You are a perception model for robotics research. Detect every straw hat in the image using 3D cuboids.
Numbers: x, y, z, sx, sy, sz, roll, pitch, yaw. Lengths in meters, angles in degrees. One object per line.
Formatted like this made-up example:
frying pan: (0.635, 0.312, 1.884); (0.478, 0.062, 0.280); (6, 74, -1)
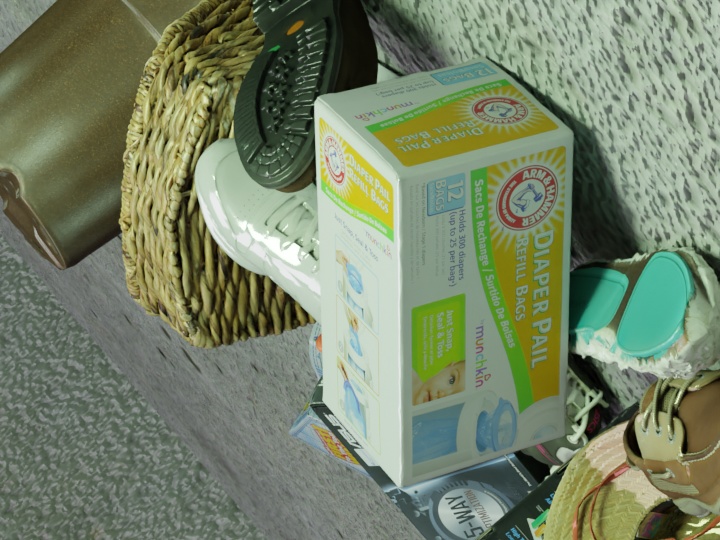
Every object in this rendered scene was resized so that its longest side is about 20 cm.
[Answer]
straw hat: (0.213, 0.178, 1.624); (0.085, 0.202, 0.201); (1, -146, -49)

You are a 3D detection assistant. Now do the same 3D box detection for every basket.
basket: (-0.104, -0.067, 1.789); (0.149, 0.142, 0.201); (38, 132, 45)

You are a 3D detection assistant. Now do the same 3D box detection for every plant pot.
plant pot: (-0.189, -0.117, 1.989); (0.200, 0.198, 0.200); (48, 169, 13)

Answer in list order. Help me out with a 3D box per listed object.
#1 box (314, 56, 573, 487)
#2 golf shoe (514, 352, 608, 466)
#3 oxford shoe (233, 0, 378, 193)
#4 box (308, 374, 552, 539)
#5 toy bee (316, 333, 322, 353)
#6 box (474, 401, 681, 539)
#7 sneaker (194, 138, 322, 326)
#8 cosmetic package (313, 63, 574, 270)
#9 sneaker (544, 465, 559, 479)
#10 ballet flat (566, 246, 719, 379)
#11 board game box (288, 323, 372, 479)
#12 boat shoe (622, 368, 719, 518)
box: (0.046, 0.000, 1.491); (0.101, 0.112, 0.201); (46, 145, 50)
golf shoe: (0.119, 0.067, 1.739); (0.088, 0.077, 0.200); (26, 164, 25)
oxford shoe: (-0.021, -0.106, 1.557); (0.085, 0.072, 0.201); (49, -148, -29)
box: (0.079, 0.139, 1.922); (0.159, 0.044, 0.200); (-4, 136, 44)
toy bee: (0.000, 0.000, 1.856); (0.200, 0.109, 0.131); (47, 166, 17)
box: (0.163, 0.220, 1.684); (0.200, 0.198, 0.050); (48, 167, 10)
sneaker: (-0.017, -0.011, 1.672); (0.200, 0.075, 0.100); (46, 156, -4)
cosmetic package: (0.034, -0.052, 1.653); (0.200, 0.074, 0.102); (39, 164, 51)
sneaker: (0.152, 0.224, 1.848); (0.080, 0.077, 0.202); (-136, 44, -62)
ballet flat: (0.164, 0.025, 1.456); (0.072, 0.072, 0.200); (53, 170, -12)
board game box: (0.026, 0.111, 2.053); (0.199, 0.062, 0.200); (21, 155, 28)
boat shoe: (0.183, 0.089, 1.475); (0.072, 0.076, 0.200); (32, 164, 2)
